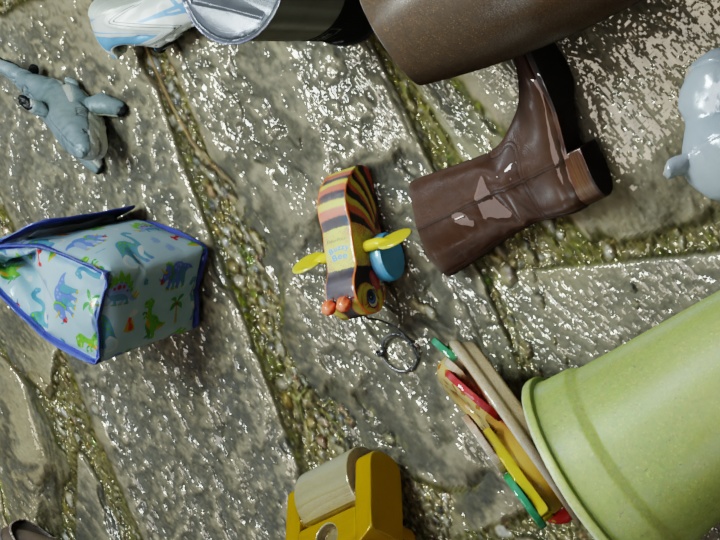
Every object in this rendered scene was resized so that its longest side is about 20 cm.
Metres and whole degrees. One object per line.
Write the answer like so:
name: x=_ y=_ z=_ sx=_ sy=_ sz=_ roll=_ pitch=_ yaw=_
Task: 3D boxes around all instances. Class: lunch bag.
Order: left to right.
lunch bag: x=-0.292 y=-0.001 z=1.253 sx=0.198 sy=0.169 sz=0.130 roll=20 pitch=109 yaw=29

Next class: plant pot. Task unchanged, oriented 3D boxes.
plant pot: x=0.103 y=-0.245 z=0.926 sx=0.199 sy=0.187 sz=0.189 roll=-32 pitch=82 yaw=18
plant pot: x=0.263 y=0.121 z=0.933 sx=0.184 sy=0.200 sz=0.202 roll=-39 pitch=78 yaw=19

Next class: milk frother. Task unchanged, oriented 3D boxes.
milk frother: x=-0.056 y=-0.315 z=1.035 sx=0.179 sy=0.187 sz=0.203 roll=-25 pitch=86 yaw=32

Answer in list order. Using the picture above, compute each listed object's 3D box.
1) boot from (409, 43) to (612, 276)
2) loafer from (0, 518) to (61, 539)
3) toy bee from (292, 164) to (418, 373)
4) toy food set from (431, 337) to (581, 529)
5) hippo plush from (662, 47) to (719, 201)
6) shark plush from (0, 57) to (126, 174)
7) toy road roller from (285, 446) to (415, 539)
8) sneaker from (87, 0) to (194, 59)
boot: x=0.109 y=-0.110 z=1.051 sx=0.198 sy=0.064 sz=0.189 roll=-25 pitch=83 yaw=37
loafer: x=-0.363 y=0.362 z=1.432 sx=0.198 sy=0.073 sz=0.072 roll=30 pitch=103 yaw=19
toy bee: x=0.000 y=0.000 z=1.108 sx=0.131 sy=0.108 sz=0.202 roll=-39 pitch=78 yaw=29
toy food set: x=0.127 y=0.142 z=1.012 sx=0.048 sy=0.198 sz=0.201 roll=-35 pitch=71 yaw=1
hippo plush: x=0.331 y=-0.111 z=0.885 sx=0.160 sy=0.157 sz=0.204 roll=158 pitch=110 yaw=-63
shark plush: x=-0.347 y=-0.194 z=1.301 sx=0.201 sy=0.083 sz=0.091 roll=49 pitch=120 yaw=14
toy road roller: x=0.011 y=0.296 z=1.168 sx=0.122 sy=0.145 sz=0.203 roll=-31 pitch=46 yaw=32
sneaker: x=-0.194 y=-0.271 z=1.210 sx=0.197 sy=0.072 sz=0.073 roll=-8 pitch=130 yaw=26
